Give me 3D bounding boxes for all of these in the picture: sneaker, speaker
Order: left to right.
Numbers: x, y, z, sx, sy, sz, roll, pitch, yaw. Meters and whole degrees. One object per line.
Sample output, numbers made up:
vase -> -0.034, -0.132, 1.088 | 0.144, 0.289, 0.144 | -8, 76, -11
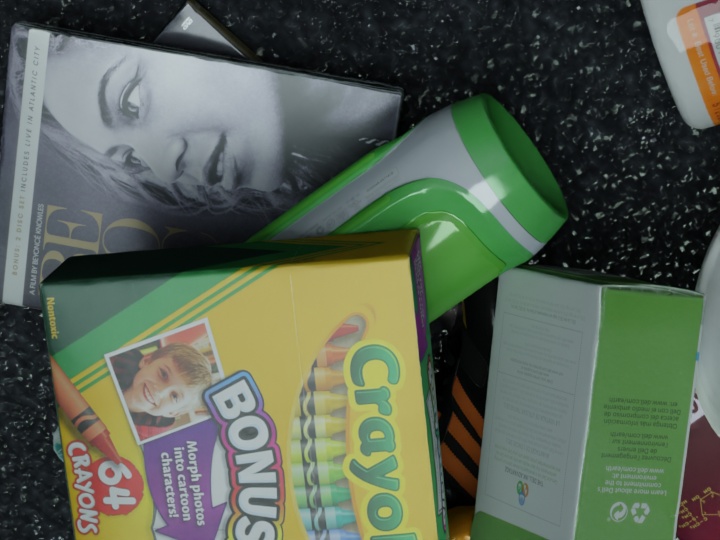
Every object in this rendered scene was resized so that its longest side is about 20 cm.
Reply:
speaker -> 0.000, 0.000, 1.118 | 0.199, 0.089, 0.089 | -35, 102, 15
sneaker -> 0.052, 0.082, 1.195 | 0.089, 0.070, 0.202 | -6, 112, 6

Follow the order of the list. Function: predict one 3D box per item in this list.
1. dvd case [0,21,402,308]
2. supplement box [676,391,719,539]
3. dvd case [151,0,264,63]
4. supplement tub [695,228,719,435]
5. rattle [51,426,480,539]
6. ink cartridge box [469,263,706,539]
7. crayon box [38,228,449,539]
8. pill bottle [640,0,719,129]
dvd case -> -0.087, -0.038, 1.174 | 0.198, 0.016, 0.150 | 10, 110, 3
supplement box -> 0.221, 0.118, 1.195 | 0.109, 0.061, 0.200 | -37, 102, 17
dvd case -> -0.062, -0.021, 1.202 | 0.200, 0.016, 0.149 | 41, 108, -9
supplement tub -> 0.270, 0.034, 1.081 | 0.199, 0.140, 0.141 | 11, 113, -24
rattle -> -0.051, 0.106, 1.187 | 0.200, 0.130, 0.143 | 54, 124, 25
ink cartridge box -> 0.103, 0.102, 1.098 | 0.059, 0.104, 0.202 | 5, 93, -24
crayon box -> -0.048, 0.090, 1.074 | 0.171, 0.058, 0.202 | -4, 104, 10
pill bottle -> 0.232, -0.146, 1.074 | 0.199, 0.110, 0.110 | -17, 107, 12
